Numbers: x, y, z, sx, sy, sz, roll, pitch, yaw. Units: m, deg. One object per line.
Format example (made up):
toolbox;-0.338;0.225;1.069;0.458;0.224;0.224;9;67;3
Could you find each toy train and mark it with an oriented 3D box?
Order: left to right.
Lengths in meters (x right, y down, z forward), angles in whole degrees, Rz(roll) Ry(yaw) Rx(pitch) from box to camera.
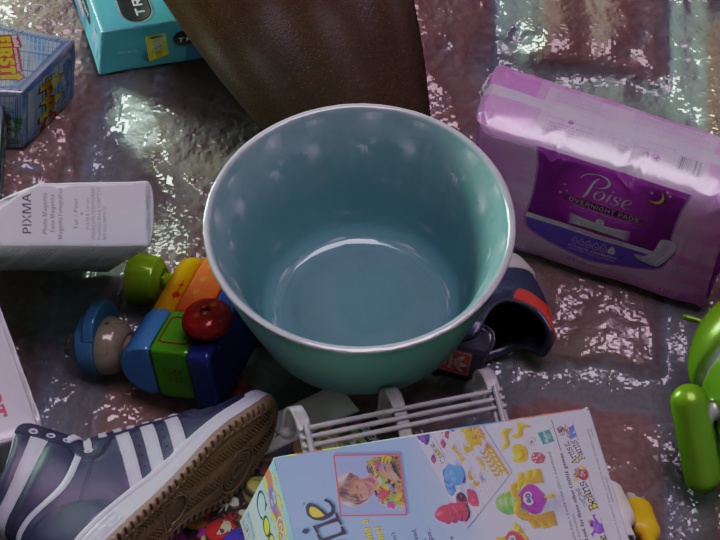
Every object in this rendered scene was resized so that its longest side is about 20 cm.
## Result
toy train;-0.110;0.007;1.784;0.115;0.085;0.200;6;42;19

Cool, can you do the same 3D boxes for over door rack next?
over door rack;0.042;0.169;1.626;0.147;0.067;0.201;-11;66;-19

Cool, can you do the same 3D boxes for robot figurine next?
robot figurine;0.295;0.090;1.738;0.174;0.116;0.201;-17;54;-16

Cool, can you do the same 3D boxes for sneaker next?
sneaker;-0.147;0.119;1.632;0.108;0.070;0.200;28;47;26
sneaker;0.043;0.045;1.766;0.199;0.075;0.085;-14;49;-20

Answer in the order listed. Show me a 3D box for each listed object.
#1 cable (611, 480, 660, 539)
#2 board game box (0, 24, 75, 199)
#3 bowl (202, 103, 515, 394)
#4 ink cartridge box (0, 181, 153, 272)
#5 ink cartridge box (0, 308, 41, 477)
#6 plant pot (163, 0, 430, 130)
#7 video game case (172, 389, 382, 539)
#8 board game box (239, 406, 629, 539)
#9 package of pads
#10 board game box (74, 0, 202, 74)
cable;0.173;0.186;1.640;0.097;0.051;0.200;11;18;-27
board game box;-0.305;-0.113;1.859;0.198;0.062;0.201;1;49;-6
bowl;0.000;0.000;1.683;0.199;0.105;0.202;-1;54;1
ink cartridge box;-0.248;-0.028;1.721;0.199;0.162;0.057;4;83;-15
ink cartridge box;-0.319;0.092;1.664;0.199;0.086;0.148;-11;54;-19
plant pot;-0.031;-0.171;1.865;0.186;0.187;0.201;-27;92;-28
video game case;-0.035;0.183;1.662;0.181;0.036;0.200;-24;57;-25
board game box;0.043;0.161;1.532;0.199;0.103;0.105;-7;66;-19
package of pads;0.170;-0.060;1.846;0.199;0.121;0.076;18;49;8
board game box;-0.123;-0.233;1.999;0.199;0.047;0.152;-10;52;-17
